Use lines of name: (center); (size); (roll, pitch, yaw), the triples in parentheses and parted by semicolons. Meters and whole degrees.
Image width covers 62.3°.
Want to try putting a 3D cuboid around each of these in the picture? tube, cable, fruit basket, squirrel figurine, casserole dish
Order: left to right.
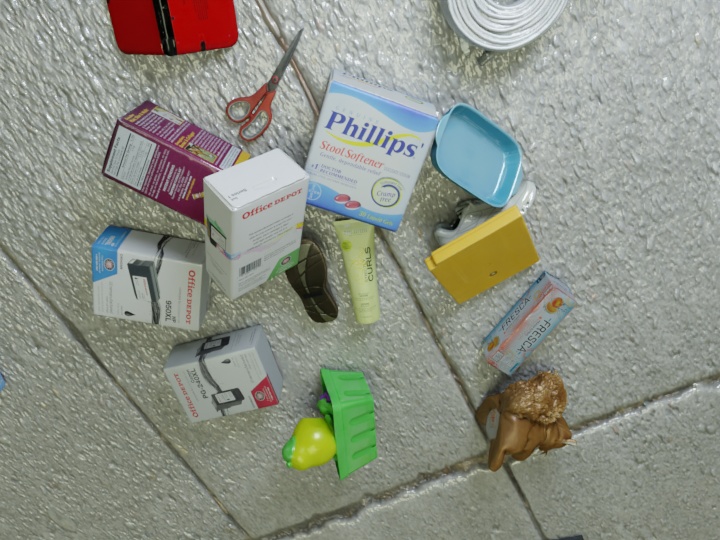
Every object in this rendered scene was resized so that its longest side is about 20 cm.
fruit basket: (-0.070, 0.323, 1.213); (0.210, 0.156, 0.220); (-7, 118, -13)
tube: (0.000, 0.000, 1.107); (0.057, 0.051, 0.204); (-24, 118, -33)
casserole dish: (0.186, -0.185, 0.972); (0.197, 0.039, 0.124); (25, 82, -30)
cable: (0.209, -0.426, 0.866); (0.197, 0.070, 0.202); (-29, 114, 15)
squirrel figurine: (0.359, 0.306, 1.216); (0.182, 0.143, 0.203); (11, 120, -13)

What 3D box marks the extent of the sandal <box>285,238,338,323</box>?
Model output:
sandal: (-0.086, 0.016, 1.116); (0.080, 0.055, 0.202); (-11, 132, 13)

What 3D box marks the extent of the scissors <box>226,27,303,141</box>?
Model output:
scissors: (-0.140, -0.297, 0.971); (0.199, 0.014, 0.073); (-40, 108, 18)

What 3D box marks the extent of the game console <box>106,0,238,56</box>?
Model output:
game console: (-0.292, -0.438, 0.894); (0.169, 0.118, 0.204); (-19, 122, -25)

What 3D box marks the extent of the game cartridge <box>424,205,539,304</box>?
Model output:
game cartridge: (0.215, -0.022, 1.037); (0.174, 0.033, 0.200); (-30, 149, 12)

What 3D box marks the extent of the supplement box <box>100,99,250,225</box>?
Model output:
supplement box: (-0.294, -0.173, 0.970); (0.197, 0.132, 0.104); (27, 116, -12)

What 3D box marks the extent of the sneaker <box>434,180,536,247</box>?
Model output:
sneaker: (0.217, -0.096, 1.043); (0.199, 0.075, 0.081); (-38, 103, 18)

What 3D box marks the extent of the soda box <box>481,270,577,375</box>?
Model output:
soda box: (0.320, 0.104, 1.144); (0.063, 0.069, 0.201); (30, 115, -15)

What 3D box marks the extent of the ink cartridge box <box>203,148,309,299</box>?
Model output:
ink cartridge box: (-0.167, -0.073, 0.946); (0.084, 0.143, 0.202); (42, 143, 24)

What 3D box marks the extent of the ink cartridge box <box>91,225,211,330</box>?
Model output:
ink cartridge box: (-0.380, 0.016, 1.096); (0.195, 0.085, 0.147); (9, 118, -5)

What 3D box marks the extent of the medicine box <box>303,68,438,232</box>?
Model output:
medicine box: (0.008, -0.195, 0.971); (0.178, 0.104, 0.203); (16, 118, -8)

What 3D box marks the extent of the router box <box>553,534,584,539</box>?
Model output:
router box: (0.476, 0.754, 1.494); (0.195, 0.053, 0.160); (-14, 116, 8)

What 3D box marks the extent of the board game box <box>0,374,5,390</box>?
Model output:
board game box: (-0.857, 0.195, 1.222); (0.195, 0.037, 0.154); (-6, 118, 5)

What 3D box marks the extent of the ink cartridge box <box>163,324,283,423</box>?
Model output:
ink cartridge box: (-0.273, 0.211, 1.197); (0.195, 0.084, 0.148); (-14, 117, 8)
